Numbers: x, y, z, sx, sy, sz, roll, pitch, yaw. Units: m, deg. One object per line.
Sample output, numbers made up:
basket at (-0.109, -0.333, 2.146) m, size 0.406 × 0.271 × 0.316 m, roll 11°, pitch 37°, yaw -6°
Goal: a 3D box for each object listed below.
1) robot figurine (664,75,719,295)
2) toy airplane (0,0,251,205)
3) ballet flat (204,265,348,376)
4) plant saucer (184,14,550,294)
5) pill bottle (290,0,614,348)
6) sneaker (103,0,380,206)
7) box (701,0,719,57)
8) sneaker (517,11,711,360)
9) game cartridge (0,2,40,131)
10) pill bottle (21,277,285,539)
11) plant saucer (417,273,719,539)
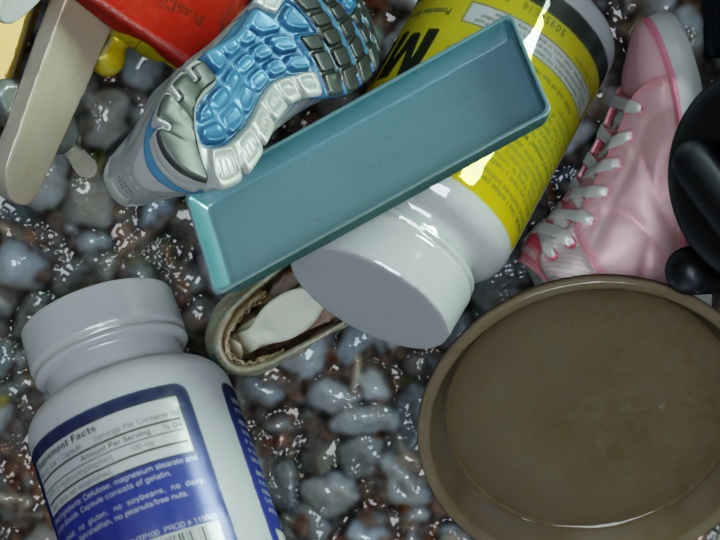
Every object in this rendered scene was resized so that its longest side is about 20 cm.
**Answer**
robot figurine at (0.241, -0.048, 1.380) m, size 0.150 × 0.200 × 0.125 m, roll 1°, pitch 91°, yaw 30°
toy airplane at (-0.140, -0.157, 1.419) m, size 0.200 × 0.141 × 0.199 m, roll -27°, pitch 116°, yaw -26°
ballet flat at (0.000, 0.000, 1.473) m, size 0.200 × 0.062 × 0.067 m, roll -37°, pitch 94°, yaw 2°
plant saucer at (0.004, -0.057, 1.337) m, size 0.200 × 0.019 × 0.070 m, roll -29°, pitch 54°, yaw 14°
pill bottle at (0.049, -0.065, 1.407) m, size 0.114 × 0.114 × 0.200 m, roll 30°, pitch 67°, yaw -3°
sneaker at (-0.068, -0.095, 1.359) m, size 0.087 × 0.200 × 0.075 m, roll -26°, pitch 100°, yaw 44°
box at (0.251, -0.190, 1.390) m, size 0.107 × 0.200 × 0.149 m, roll -4°, pitch 94°, yaw -4°
sneaker at (0.141, -0.043, 1.464) m, size 0.104 × 0.075 × 0.201 m, roll -4°, pitch 99°, yaw -6°
game cartridge at (-0.295, -0.087, 1.480) m, size 0.176 × 0.032 × 0.200 m, roll 18°, pitch 97°, yaw -2°
pill bottle at (-0.116, 0.112, 1.431) m, size 0.120 × 0.120 × 0.200 m, roll -20°, pitch 70°, yaw 1°
plant saucer at (0.131, 0.084, 1.462) m, size 0.200 × 0.029 × 0.200 m, roll -1°, pitch 121°, yaw -1°
